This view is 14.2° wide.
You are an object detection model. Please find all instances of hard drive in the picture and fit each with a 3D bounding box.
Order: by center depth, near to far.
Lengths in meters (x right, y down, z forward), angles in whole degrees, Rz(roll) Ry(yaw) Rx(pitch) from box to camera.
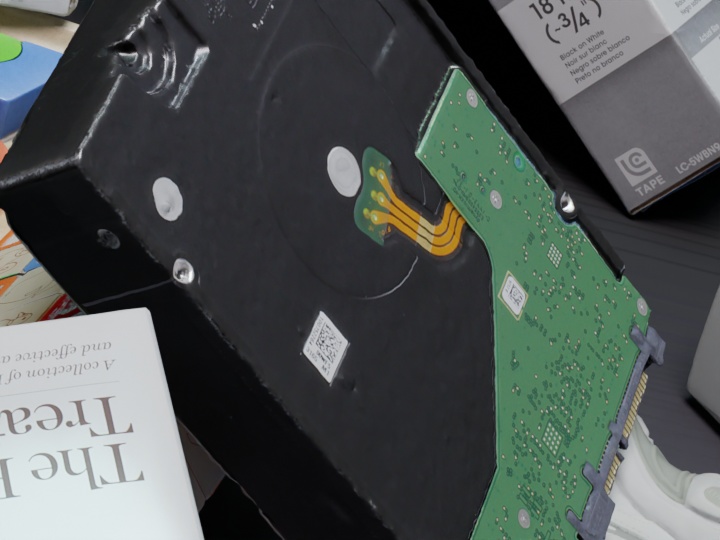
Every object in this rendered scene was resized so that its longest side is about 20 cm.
[{"bbox_3d":[0.000,0.000,0.742,0.200,0.038,0.140,50,44,-28],"label":"hard drive"}]

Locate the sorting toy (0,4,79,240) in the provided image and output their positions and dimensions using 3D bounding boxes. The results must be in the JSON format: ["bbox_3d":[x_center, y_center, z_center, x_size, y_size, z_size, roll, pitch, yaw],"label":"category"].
[{"bbox_3d":[-0.100,-0.033,0.977,0.184,0.037,0.200,19,31,1],"label":"sorting toy"}]

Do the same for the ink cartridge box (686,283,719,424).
[{"bbox_3d":[0.226,0.056,0.955,0.146,0.083,0.200,-7,39,-34],"label":"ink cartridge box"}]

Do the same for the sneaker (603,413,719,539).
[{"bbox_3d":[0.050,0.083,0.828,0.099,0.078,0.200,-28,29,-16],"label":"sneaker"}]

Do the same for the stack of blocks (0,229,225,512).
[{"bbox_3d":[-0.062,0.024,0.784,0.115,0.059,0.200,-18,18,28],"label":"stack of blocks"}]

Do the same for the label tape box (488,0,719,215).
[{"bbox_3d":[0.098,-0.140,1.130,0.200,0.063,0.144,55,35,-4],"label":"label tape box"}]

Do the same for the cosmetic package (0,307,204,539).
[{"bbox_3d":[-0.127,0.092,0.604,0.199,0.052,0.151,-8,55,-12],"label":"cosmetic package"}]

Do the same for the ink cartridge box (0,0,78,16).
[{"bbox_3d":[-0.210,-0.163,1.102,0.199,0.043,0.197,9,24,-16],"label":"ink cartridge box"}]
